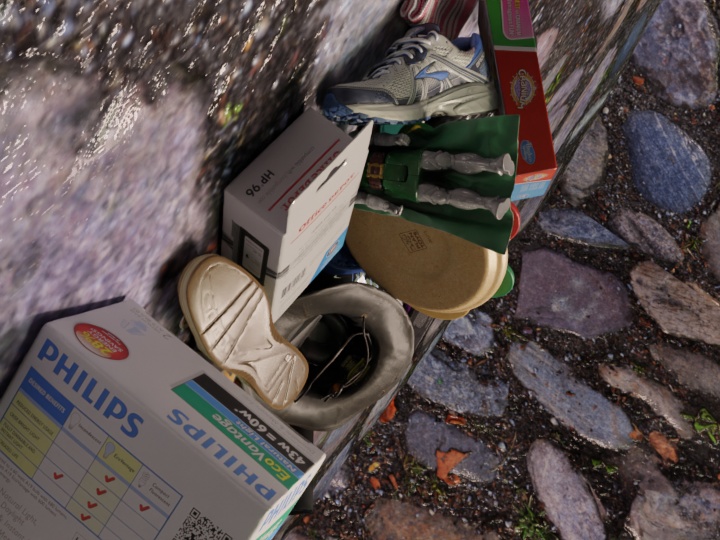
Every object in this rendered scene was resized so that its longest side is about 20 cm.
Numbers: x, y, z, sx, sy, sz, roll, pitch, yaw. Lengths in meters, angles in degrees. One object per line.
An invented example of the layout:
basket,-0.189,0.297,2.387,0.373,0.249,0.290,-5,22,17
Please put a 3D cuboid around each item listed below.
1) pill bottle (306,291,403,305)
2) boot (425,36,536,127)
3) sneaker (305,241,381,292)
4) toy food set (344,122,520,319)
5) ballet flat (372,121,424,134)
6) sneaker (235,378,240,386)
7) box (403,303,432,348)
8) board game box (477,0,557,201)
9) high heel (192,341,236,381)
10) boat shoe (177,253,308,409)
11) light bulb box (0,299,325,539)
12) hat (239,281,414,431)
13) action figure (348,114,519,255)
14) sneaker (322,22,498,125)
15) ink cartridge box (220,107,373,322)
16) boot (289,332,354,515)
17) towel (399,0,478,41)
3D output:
pill bottle,-0.016,0.052,1.235,0.202,0.116,0.116,-60,168,27
boot,0.136,-0.229,1.167,0.166,0.065,0.200,-59,164,15
sneaker,0.000,0.000,1.105,0.198,0.071,0.077,14,147,-43
toy food set,0.064,-0.041,0.976,0.049,0.200,0.198,-46,-174,-40
ballet flat,0.027,-0.134,1.025,0.202,0.069,0.069,-62,167,28
sneaker,-0.120,0.117,1.105,0.202,0.073,0.077,-60,160,13
box,0.066,-0.021,1.276,0.144,0.035,0.202,116,-27,-45
board game box,0.154,-0.183,0.997,0.040,0.204,0.153,-9,175,5
high heel,-0.173,0.138,0.914,0.201,0.071,0.143,-59,166,-28
boat shoe,-0.111,0.053,0.861,0.073,0.062,0.201,-49,142,-20
light bulb box,-0.165,0.163,0.703,0.201,0.197,0.125,-56,171,14
hat,-0.044,0.073,1.044,0.198,0.081,0.203,-15,129,-19
action figure,0.039,-0.086,0.885,0.054,0.197,0.120,-2,99,-62
sneaker,0.042,-0.178,0.902,0.198,0.076,0.087,-16,105,-40
ink cartridge box,-0.059,-0.054,0.851,0.116,0.067,0.201,-49,168,-29
boot,-0.062,0.173,1.128,0.163,0.065,0.203,-17,-124,41
towel,0.105,-0.288,0.962,0.147,0.030,0.200,-56,170,12
